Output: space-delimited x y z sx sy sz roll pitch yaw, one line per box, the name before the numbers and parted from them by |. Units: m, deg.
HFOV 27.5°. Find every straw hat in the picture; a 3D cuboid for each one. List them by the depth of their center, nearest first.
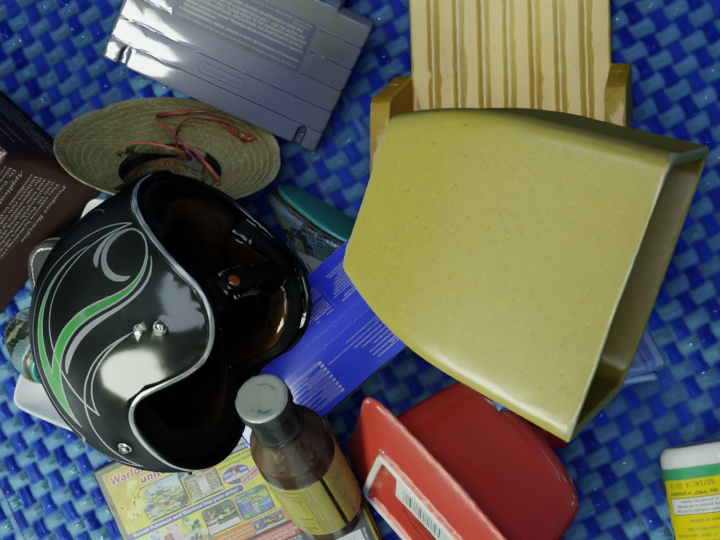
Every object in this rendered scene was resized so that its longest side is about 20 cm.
straw hat | -0.162 -0.067 1.247 0.201 0.201 0.085 18 122 13

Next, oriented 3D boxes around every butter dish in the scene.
butter dish | 0.101 0.162 1.161 0.148 0.200 0.200 -38 77 -17

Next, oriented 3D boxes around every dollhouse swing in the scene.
dollhouse swing | 0.114 -0.173 1.180 0.199 0.182 0.176 0 106 13

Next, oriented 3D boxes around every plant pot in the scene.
plant pot | 0.106 -0.023 1.031 0.200 0.194 0.196 21 103 17

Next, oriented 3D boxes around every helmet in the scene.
helmet | -0.152 0.046 1.101 0.200 0.200 0.191 45 116 12

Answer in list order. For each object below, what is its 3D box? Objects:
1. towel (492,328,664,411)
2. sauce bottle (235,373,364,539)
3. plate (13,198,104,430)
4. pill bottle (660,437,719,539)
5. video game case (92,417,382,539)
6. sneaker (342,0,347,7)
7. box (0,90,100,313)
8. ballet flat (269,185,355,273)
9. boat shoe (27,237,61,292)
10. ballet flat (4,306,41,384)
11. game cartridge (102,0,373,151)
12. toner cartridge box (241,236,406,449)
towel | 0.142 0.010 1.166 0.147 0.024 0.200 -10 59 -14
sauce bottle | -0.047 0.142 1.127 0.065 0.200 0.065 -7 55 10
plate | -0.182 0.062 1.289 0.200 0.032 0.200 21 91 13
pill bottle | 0.301 0.227 1.126 0.113 0.113 0.200 -11 83 11
video game case | -0.098 0.209 1.240 0.200 0.026 0.181 -25 89 3
sneaker | -0.080 -0.235 1.270 0.112 0.073 0.200 44 94 13
box | -0.361 -0.075 1.255 0.164 0.200 0.166 41 94 13
ballet flat | 0.000 0.000 1.231 0.200 0.074 0.074 29 92 17
boat shoe | -0.232 0.056 1.252 0.073 0.063 0.200 -31 78 11
ballet flat | -0.206 0.021 1.220 0.200 0.074 0.074 -28 78 -28
game cartridge | -0.102 -0.198 1.243 0.200 0.038 0.130 24 110 -6
toner cartridge box | -0.030 0.057 1.181 0.200 0.043 0.095 -41 88 15
